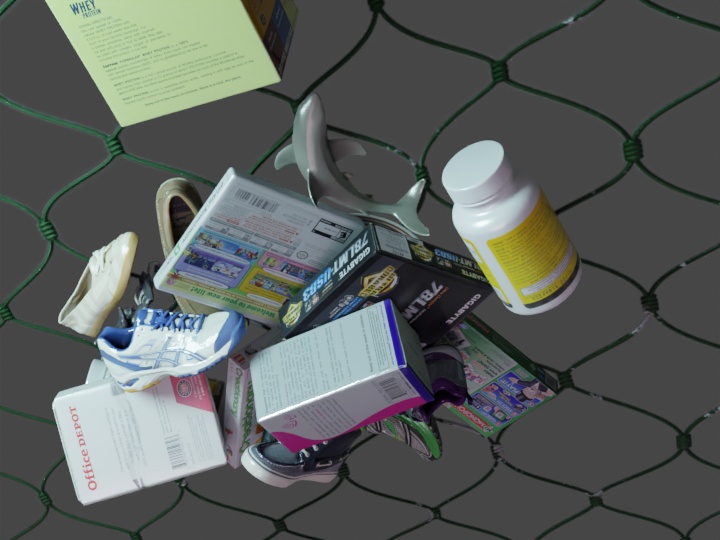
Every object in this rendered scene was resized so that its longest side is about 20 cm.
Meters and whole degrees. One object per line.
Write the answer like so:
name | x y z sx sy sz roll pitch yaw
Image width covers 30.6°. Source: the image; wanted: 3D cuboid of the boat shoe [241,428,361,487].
boat shoe | -0.077 0.232 1.764 0.093 0.075 0.199 -56 154 13

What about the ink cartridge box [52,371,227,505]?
ink cartridge box | -0.287 0.205 1.729 0.197 0.083 0.148 -15 95 -6

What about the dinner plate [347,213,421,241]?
dinner plate | 0.000 0.000 1.682 0.197 0.024 0.202 3 131 4

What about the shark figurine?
shark figurine | -0.025 -0.096 1.559 0.214 0.090 0.128 40 126 -23

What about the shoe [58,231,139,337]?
shoe | -0.339 0.018 1.710 0.053 0.071 0.200 18 134 -20

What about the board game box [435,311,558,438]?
board game box | 0.152 0.138 1.781 0.199 0.029 0.134 38 126 -24

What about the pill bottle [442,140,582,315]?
pill bottle | 0.175 -0.052 1.553 0.110 0.112 0.201 -19 127 23

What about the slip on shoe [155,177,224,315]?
slip on shoe | -0.203 -0.014 1.622 0.075 0.061 0.203 -13 106 -7

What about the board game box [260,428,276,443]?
board game box | -0.065 0.179 1.795 0.134 0.028 0.201 -17 141 -33

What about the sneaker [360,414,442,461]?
sneaker | 0.043 0.196 1.804 0.085 0.078 0.200 -36 118 13

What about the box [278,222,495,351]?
box | 0.032 0.040 1.635 0.197 0.050 0.200 20 132 -35

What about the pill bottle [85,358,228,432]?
pill bottle | -0.283 0.185 1.826 0.197 0.110 0.110 15 132 -7

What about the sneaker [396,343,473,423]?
sneaker | 0.043 0.162 1.680 0.198 0.088 0.075 -20 140 5

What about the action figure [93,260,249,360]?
action figure | -0.248 0.057 1.716 0.197 0.103 0.120 -13 133 -3

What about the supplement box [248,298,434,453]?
supplement box | -0.025 0.132 1.614 0.198 0.104 0.101 -23 143 12

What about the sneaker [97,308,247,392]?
sneaker | -0.236 0.084 1.617 0.198 0.076 0.089 -22 117 19

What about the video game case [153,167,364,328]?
video game case | -0.121 -0.022 1.587 0.198 0.022 0.183 19 120 -36

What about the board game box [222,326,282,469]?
board game box | -0.129 0.164 1.782 0.034 0.126 0.202 36 139 26

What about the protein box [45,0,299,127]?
protein box | -0.198 -0.290 1.374 0.196 0.136 0.201 -13 129 19
